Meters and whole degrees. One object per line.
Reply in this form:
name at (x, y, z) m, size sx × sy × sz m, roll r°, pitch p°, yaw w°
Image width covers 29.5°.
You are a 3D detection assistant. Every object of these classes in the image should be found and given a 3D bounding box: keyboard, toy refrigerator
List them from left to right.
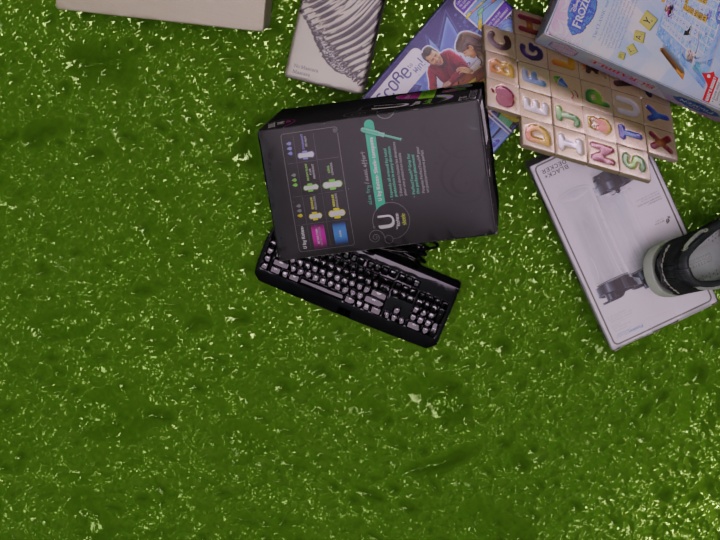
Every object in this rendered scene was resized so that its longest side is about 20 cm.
toy refrigerator at (-0.184, -0.280, 1.308) m, size 0.198 × 0.070 × 0.076 m, roll 6°, pitch 105°, yaw 2°
keyboard at (0.000, 0.000, 1.357) m, size 0.199 × 0.040 × 0.105 m, roll 21°, pitch 99°, yaw -2°

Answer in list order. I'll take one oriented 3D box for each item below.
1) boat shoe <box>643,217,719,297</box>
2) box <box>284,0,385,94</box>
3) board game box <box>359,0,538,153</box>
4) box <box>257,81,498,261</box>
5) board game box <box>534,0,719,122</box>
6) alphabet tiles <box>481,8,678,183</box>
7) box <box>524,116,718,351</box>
boat shoe at (0.360, -0.022, 1.290) m, size 0.199 × 0.060 × 0.076 m, roll -26°, pitch 96°, yaw -27°
box at (-0.012, -0.274, 1.302) m, size 0.082 × 0.068 × 0.201 m, roll 12°, pitch 99°, yaw 1°
board game box at (0.091, -0.171, 1.330) m, size 0.135 × 0.034 × 0.200 m, roll 42°, pitch 97°, yaw -3°
box at (0.021, -0.093, 1.250) m, size 0.199 × 0.149 × 0.125 m, roll -7°, pitch 103°, yaw 9°
board game box at (0.290, -0.269, 1.279) m, size 0.198 × 0.041 × 0.201 m, roll 23°, pitch 84°, yaw -6°
alphabet tiles at (0.204, -0.164, 1.270) m, size 0.199 × 0.006 × 0.167 m, roll 14°, pitch 55°, yaw -17°
box at (0.252, -0.037, 1.333) m, size 0.116 × 0.060 × 0.201 m, roll -26°, pitch 96°, yaw 5°
